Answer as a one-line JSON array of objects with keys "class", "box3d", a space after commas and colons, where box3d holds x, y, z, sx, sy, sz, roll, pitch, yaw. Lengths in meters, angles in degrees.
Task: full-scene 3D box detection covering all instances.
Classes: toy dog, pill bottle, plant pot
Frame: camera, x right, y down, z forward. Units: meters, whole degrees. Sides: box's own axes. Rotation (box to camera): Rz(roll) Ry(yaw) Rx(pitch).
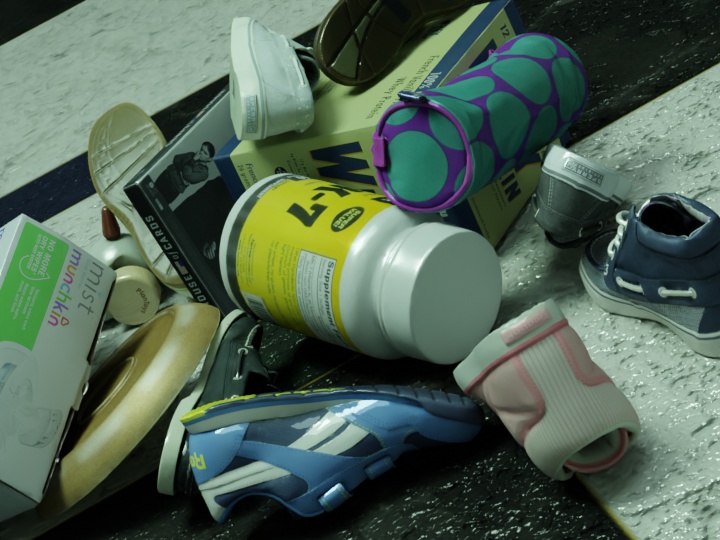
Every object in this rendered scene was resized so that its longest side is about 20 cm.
[{"class": "toy dog", "box3d": [-0.256, 0.008, 1.735, 0.199, 0.097, 0.132, -29, 23, -5]}, {"class": "pill bottle", "box3d": [0.000, 0.000, 1.448, 0.199, 0.115, 0.114, 16, 46, 44]}, {"class": "plant pot", "box3d": [-0.179, 0.096, 1.471, 0.200, 0.027, 0.200, -44, 14, 14]}]

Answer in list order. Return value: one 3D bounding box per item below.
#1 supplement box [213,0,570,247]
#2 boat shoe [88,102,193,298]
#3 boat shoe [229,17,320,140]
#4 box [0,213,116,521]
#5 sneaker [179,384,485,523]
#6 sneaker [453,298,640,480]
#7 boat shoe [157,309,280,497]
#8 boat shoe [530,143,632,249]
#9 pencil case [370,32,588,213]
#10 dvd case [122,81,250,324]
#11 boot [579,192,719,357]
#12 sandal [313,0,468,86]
[{"class": "supplement box", "box3d": [0.029, -0.099, 1.610, 0.198, 0.135, 0.200, -9, 29, 36]}, {"class": "boat shoe", "box3d": [-0.171, -0.056, 1.698, 0.073, 0.063, 0.201, -36, 58, 3]}, {"class": "boat shoe", "box3d": [-0.067, -0.149, 1.577, 0.071, 0.071, 0.201, 0, 23, -6]}, {"class": "box", "box3d": [-0.284, 0.088, 1.477, 0.176, 0.096, 0.201, -26, 39, 46]}, {"class": "sneaker", "box3d": [-0.016, 0.117, 1.302, 0.198, 0.083, 0.074, -6, -2, 4]}, {"class": "sneaker", "box3d": [0.116, 0.082, 1.240, 0.075, 0.105, 0.200, -33, -6, -4]}, {"class": "boat shoe", "box3d": [-0.087, 0.096, 1.421, 0.065, 0.075, 0.200, 12, 26, 6]}, {"class": "boat shoe", "box3d": [0.153, -0.047, 1.430, 0.200, 0.069, 0.067, -31, -34, -84]}, {"class": "pencil case", "box3d": [0.087, -0.111, 1.448, 0.092, 0.086, 0.200, 20, 29, 26]}, {"class": "dvd case", "box3d": [-0.097, -0.062, 1.645, 0.025, 0.151, 0.200, -17, 23, 40]}, {"class": "boot", "box3d": [0.195, -0.016, 1.318, 0.072, 0.091, 0.200, -32, 24, -14]}, {"class": "sandal", "box3d": [0.025, -0.210, 1.604, 0.200, 0.082, 0.055, -50, 9, -32]}]
